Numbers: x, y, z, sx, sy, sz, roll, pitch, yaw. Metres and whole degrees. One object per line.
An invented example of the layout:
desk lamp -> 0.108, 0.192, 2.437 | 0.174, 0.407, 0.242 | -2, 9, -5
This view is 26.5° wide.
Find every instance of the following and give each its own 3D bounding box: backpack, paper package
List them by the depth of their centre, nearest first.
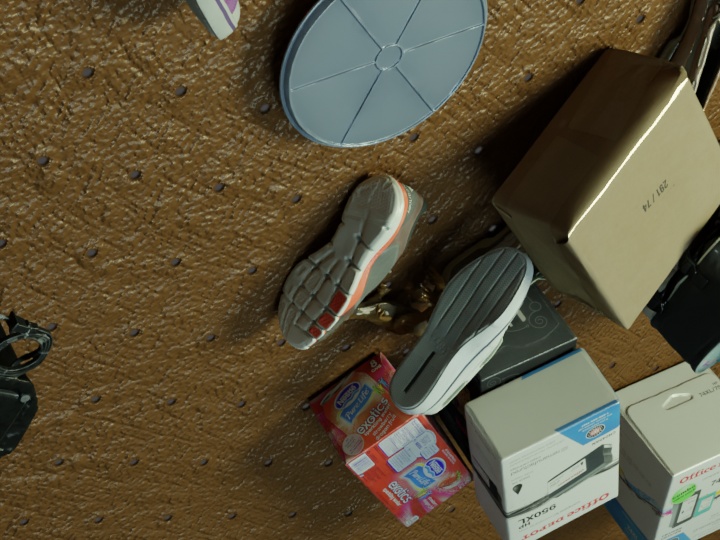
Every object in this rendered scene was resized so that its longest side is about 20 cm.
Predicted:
paper package -> 0.251, -0.078, 1.480 | 0.200, 0.103, 0.191 | -52, 138, -9
backpack -> 0.419, 0.008, 1.580 | 0.200, 0.151, 0.178 | -38, 164, -36

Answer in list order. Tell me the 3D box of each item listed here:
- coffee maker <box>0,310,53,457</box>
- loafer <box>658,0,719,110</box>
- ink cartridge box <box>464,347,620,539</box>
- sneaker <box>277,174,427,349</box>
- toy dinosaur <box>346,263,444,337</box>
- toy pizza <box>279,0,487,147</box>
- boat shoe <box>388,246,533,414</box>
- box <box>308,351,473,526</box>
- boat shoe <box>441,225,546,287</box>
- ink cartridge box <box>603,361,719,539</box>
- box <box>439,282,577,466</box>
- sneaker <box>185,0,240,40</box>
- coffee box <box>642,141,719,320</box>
coffee maker -> -0.323, 0.044, 1.153 | 0.192, 0.200, 0.135 | -37, 146, 8
loafer -> 0.349, -0.234, 1.472 | 0.072, 0.063, 0.200 | -5, 134, -35
ink cartridge box -> 0.198, 0.196, 1.641 | 0.144, 0.084, 0.200 | -25, 143, -10
sneaker -> 0.000, 0.000, 1.461 | 0.082, 0.077, 0.200 | 8, 128, -50
toy dinosaur -> 0.048, 0.049, 1.578 | 0.200, 0.061, 0.106 | 25, 128, -38
toy pizza -> 0.018, -0.189, 1.295 | 0.200, 0.032, 0.201 | -22, 142, -18
boat shoe -> 0.105, 0.061, 1.530 | 0.200, 0.074, 0.067 | -49, 150, 11
box -> 0.037, 0.189, 1.679 | 0.100, 0.096, 0.200 | -35, 144, 2
boat shoe -> 0.182, -0.022, 1.577 | 0.200, 0.068, 0.075 | -39, 144, 6
ink cartridge box -> 0.406, 0.245, 1.982 | 0.146, 0.146, 0.200 | -21, 141, -18
box -> 0.159, 0.121, 1.687 | 0.122, 0.106, 0.200 | -23, 143, -14
sneaker -> -0.094, -0.260, 1.099 | 0.114, 0.073, 0.201 | -30, 144, -11
coffee box -> 0.377, -0.040, 1.696 | 0.114, 0.080, 0.200 | -20, 141, -22
